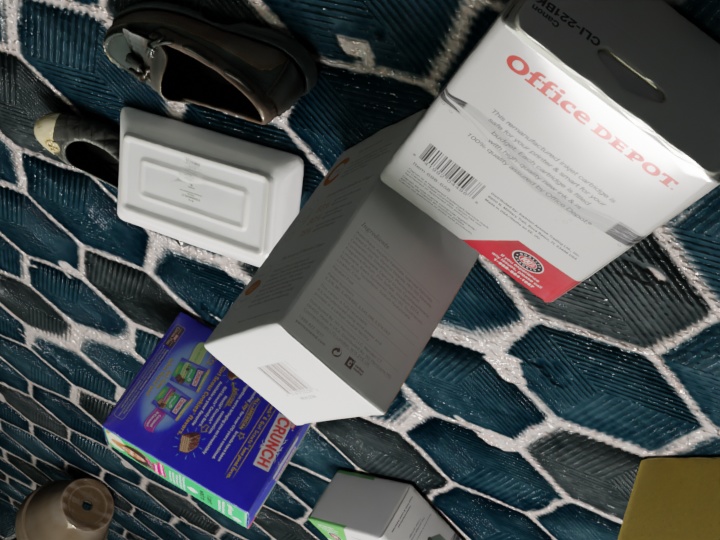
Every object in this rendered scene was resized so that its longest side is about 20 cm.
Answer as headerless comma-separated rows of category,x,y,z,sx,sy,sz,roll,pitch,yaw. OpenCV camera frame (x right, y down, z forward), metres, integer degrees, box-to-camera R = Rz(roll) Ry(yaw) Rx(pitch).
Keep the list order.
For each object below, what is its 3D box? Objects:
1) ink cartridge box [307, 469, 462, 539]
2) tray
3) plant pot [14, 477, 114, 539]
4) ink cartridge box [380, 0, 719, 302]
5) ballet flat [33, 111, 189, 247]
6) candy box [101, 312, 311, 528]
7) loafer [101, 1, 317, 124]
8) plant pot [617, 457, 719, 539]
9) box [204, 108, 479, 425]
ink cartridge box,0.051,0.359,1.466,0.146,0.084,0.200,1,139,47
tray,-0.141,-0.069,0.974,0.200,0.022,0.108,18,113,27
plant pot,-0.610,0.526,2.380,0.200,0.200,0.173,39,137,-11
ink cartridge box,0.118,-0.081,0.667,0.144,0.084,0.200,36,154,-3
ballet flat,-0.229,-0.092,1.060,0.200,0.057,0.067,29,152,9
candy box,-0.170,0.174,1.309,0.200,0.169,0.077,29,156,10
loafer,-0.128,-0.154,0.839,0.200,0.063,0.072,15,148,32
plant pot,0.323,0.292,0.929,0.194,0.200,0.195,43,151,-17
box,0.000,0.000,0.801,0.097,0.200,0.124,42,153,-17
